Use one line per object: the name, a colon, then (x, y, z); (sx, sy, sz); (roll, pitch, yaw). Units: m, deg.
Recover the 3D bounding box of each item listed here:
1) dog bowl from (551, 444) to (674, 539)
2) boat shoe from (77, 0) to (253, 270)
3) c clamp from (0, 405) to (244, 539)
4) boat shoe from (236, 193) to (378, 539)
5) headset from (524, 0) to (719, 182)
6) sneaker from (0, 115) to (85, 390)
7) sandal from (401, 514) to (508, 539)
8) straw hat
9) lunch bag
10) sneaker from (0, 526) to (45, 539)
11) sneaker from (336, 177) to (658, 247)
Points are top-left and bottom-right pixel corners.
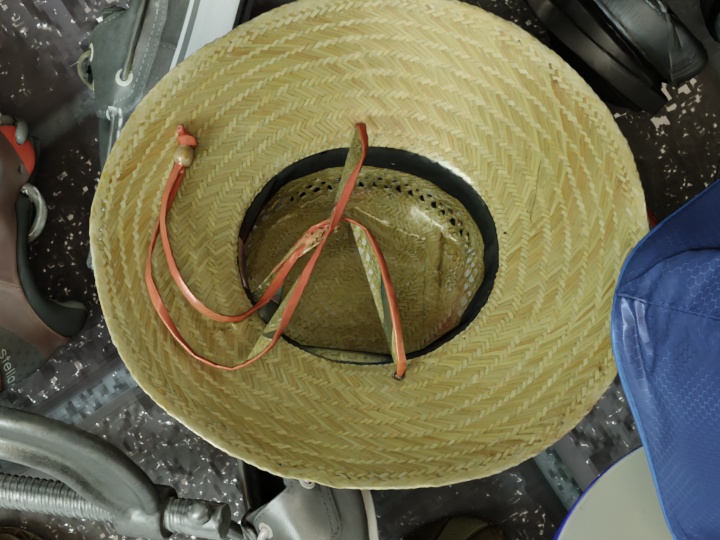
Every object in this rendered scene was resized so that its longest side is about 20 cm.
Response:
dog bowl: (0.152, 0.158, 0.863); (0.198, 0.079, 0.201); (6, 52, -8)
boat shoe: (-0.077, -0.088, 0.906); (0.056, 0.069, 0.202); (16, 90, 2)
c clamp: (-0.146, 0.080, 0.897); (0.198, 0.171, 0.027); (8, 72, 14)
boat shoe: (-0.033, 0.066, 0.896); (0.057, 0.067, 0.202); (0, 74, -23)
headset: (0.131, -0.099, 0.885); (0.123, 0.094, 0.201); (-24, 112, 3)
sneaker: (-0.172, -0.047, 0.910); (0.081, 0.077, 0.201); (-27, 98, -22)
sandal: (-0.011, 0.179, 0.926); (0.200, 0.082, 0.055); (-43, 117, -11)
straw hat: (0.000, 0.000, 0.850); (0.199, 0.085, 0.203); (3, 69, -6)
lunch bag: (0.202, 0.019, 0.814); (0.200, 0.132, 0.137); (-38, 119, -31)
sneaker: (-0.123, 0.192, 0.900); (0.070, 0.201, 0.076); (-4, 134, -31)
sneaker: (0.044, -0.031, 0.913); (0.200, 0.077, 0.082); (44, 110, 4)
